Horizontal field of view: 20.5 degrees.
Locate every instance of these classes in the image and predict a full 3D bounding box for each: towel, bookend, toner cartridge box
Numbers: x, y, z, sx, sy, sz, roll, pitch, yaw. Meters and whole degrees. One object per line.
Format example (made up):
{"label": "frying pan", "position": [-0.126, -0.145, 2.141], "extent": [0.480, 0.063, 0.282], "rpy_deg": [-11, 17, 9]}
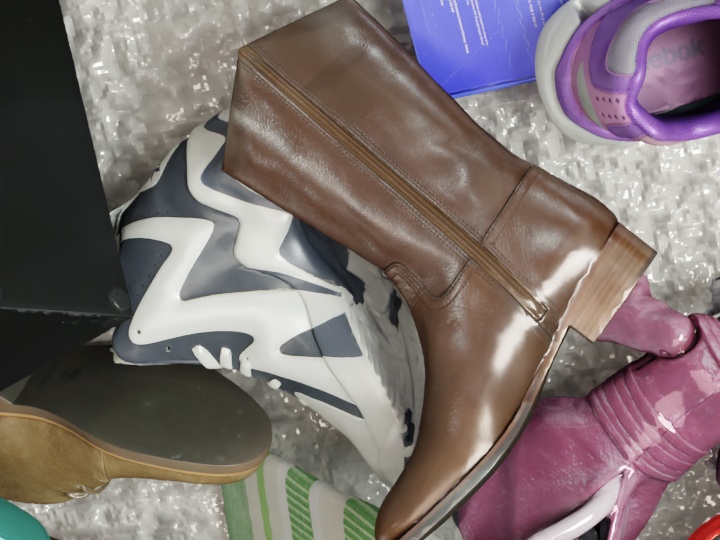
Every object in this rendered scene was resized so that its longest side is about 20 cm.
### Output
{"label": "towel", "position": [-0.004, 0.170, 0.960], "extent": [0.199, 0.023, 0.154], "rpy_deg": [19, 122, 55]}
{"label": "bookend", "position": [-0.225, -0.035, 0.941], "extent": [0.199, 0.092, 0.200], "rpy_deg": [-28, 69, 34]}
{"label": "toner cartridge box", "position": [0.052, -0.183, 0.872], "extent": [0.094, 0.043, 0.202], "rpy_deg": [-11, 107, 15]}

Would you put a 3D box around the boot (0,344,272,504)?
{"label": "boot", "position": [-0.133, 0.083, 1.004], "extent": [0.198, 0.074, 0.076], "rpy_deg": [10, 125, 21]}

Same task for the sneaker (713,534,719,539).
{"label": "sneaker", "position": [0.220, 0.131, 0.926], "extent": [0.075, 0.088, 0.200], "rpy_deg": [38, 112, -1]}

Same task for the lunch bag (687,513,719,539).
{"label": "lunch bag", "position": [0.207, 0.173, 0.852], "extent": [0.176, 0.082, 0.201], "rpy_deg": [35, 93, -3]}

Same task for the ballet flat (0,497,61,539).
{"label": "ballet flat", "position": [-0.160, 0.159, 1.000], "extent": [0.199, 0.072, 0.072], "rpy_deg": [24, 116, -23]}

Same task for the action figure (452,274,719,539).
{"label": "action figure", "position": [0.121, 0.068, 0.891], "extent": [0.134, 0.149, 0.200], "rpy_deg": [42, 108, -5]}

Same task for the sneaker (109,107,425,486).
{"label": "sneaker", "position": [-0.054, 0.033, 0.958], "extent": [0.129, 0.080, 0.200], "rpy_deg": [-28, 101, 22]}

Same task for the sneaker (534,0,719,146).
{"label": "sneaker", "position": [0.174, -0.102, 0.829], "extent": [0.199, 0.089, 0.081], "rpy_deg": [-24, 106, -2]}

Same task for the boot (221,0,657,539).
{"label": "boot", "position": [0.000, 0.000, 0.869], "extent": [0.199, 0.064, 0.187], "rpy_deg": [38, 82, 6]}
